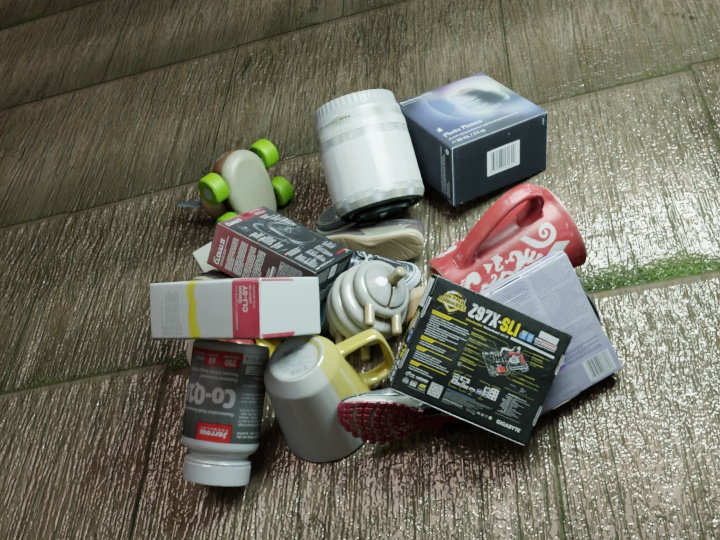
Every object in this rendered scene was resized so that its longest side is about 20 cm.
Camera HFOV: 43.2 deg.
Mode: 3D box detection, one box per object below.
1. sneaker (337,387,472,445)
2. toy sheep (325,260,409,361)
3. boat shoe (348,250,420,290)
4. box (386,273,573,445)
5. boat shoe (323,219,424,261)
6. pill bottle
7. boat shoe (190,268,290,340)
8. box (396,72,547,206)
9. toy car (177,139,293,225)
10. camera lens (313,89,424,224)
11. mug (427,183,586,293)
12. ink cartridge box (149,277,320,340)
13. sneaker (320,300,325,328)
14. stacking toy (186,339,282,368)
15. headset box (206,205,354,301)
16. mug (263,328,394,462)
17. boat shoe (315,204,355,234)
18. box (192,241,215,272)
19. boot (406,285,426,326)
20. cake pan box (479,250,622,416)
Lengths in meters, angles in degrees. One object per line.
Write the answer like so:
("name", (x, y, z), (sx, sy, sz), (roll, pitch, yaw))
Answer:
("sneaker", (0.064, 0.192, 1.283), (0.199, 0.081, 0.075), (-2, 34, -13))
("toy sheep", (0.013, 0.053, 1.408), (0.200, 0.138, 0.138), (-39, 28, 42))
("boat shoe", (0.000, 0.000, 1.520), (0.199, 0.068, 0.072), (1, 49, 25))
("box", (0.155, 0.117, 1.190), (0.199, 0.049, 0.160), (23, 90, -5))
("boat shoe", (0.017, -0.050, 1.566), (0.199, 0.072, 0.065), (-8, 33, 21))
("pill bottle", (-0.198, 0.204, 1.317), (0.113, 0.114, 0.201), (4, 85, 27))
("boat shoe", (-0.170, 0.043, 1.424), (0.199, 0.075, 0.073), (23, 43, 11))
("box", (0.189, -0.237, 1.600), (0.199, 0.124, 0.198), (-23, 40, -20))
("toy car", (-0.262, -0.155, 1.747), (0.199, 0.158, 0.164), (7, 38, 45))
("camera lens", (0.014, -0.189, 1.559), (0.159, 0.160, 0.201), (-16, 84, 9))
("mug", (0.198, -0.033, 1.311), (0.199, 0.178, 0.133), (-31, 25, -6))
("ink cartridge box", (-0.178, 0.053, 1.283), (0.199, 0.145, 0.084), (-3, 89, 30))
("sneaker", (-0.117, 0.031, 1.542), (0.076, 0.081, 0.200), (-25, 62, -13))
("stacking toy", (-0.171, 0.138, 1.443), (0.199, 0.147, 0.146), (-7, 43, -6))
("headset box", (-0.133, -0.026, 1.442), (0.199, 0.078, 0.149), (25, 22, 15))
("mug", (-0.058, 0.160, 1.328), (0.149, 0.153, 0.187), (12, 53, 34))
("boat shoe", (-0.006, -0.141, 1.666), (0.200, 0.062, 0.073), (-35, 43, -11))
("box", (-0.210, 0.032, 1.568), (0.078, 0.095, 0.200), (-31, 44, -9))
("boot", (0.172, 0.083, 1.380), (0.199, 0.072, 0.167), (-15, 55, 8))
("cake pan box", (0.236, 0.095, 1.245), (0.199, 0.185, 0.052), (-30, 7, -4))
